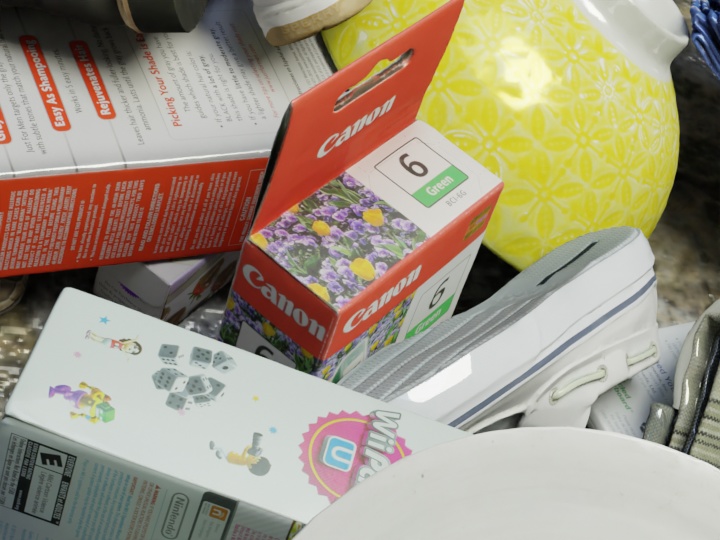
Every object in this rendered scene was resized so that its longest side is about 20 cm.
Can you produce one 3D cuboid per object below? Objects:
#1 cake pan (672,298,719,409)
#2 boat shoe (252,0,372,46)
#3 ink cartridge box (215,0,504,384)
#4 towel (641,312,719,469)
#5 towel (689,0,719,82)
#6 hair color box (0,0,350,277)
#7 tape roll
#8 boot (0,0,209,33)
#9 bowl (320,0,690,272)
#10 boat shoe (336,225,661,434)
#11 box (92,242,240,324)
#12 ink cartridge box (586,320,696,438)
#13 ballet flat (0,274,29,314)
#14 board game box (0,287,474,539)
[{"bbox_3d":[0.215,0.089,0.769,0.198,0.037,0.202,11,47,-13],"label":"cake pan"},{"bbox_3d":[-0.021,-0.170,0.810,0.070,0.070,0.201,-22,26,14],"label":"boat shoe"},{"bbox_3d":[0.000,0.000,0.713,0.050,0.201,0.109,38,48,17],"label":"ink cartridge box"},{"bbox_3d":[0.150,0.127,0.630,0.199,0.034,0.194,25,80,-36],"label":"towel"},{"bbox_3d":[0.210,-0.087,0.906,0.145,0.024,0.200,55,21,-9],"label":"towel"},{"bbox_3d":[-0.104,-0.059,0.771,0.198,0.062,0.102,-6,51,-26],"label":"hair color box"},{"bbox_3d":[0.056,0.146,0.521,0.200,0.071,0.205,-1,81,7],"label":"tape roll"},{"bbox_3d":[-0.126,-0.156,0.789,0.137,0.078,0.200,1,20,6],"label":"boot"},{"bbox_3d":[0.085,-0.099,0.841,0.200,0.108,0.201,39,24,-21],"label":"bowl"},{"bbox_3d":[0.064,0.044,0.711,0.199,0.073,0.067,-28,101,-43],"label":"boat shoe"},{"bbox_3d":[-0.043,-0.040,0.847,0.041,0.039,0.200,37,47,14],"label":"box"},{"bbox_3d":[0.200,0.104,0.805,0.198,0.041,0.201,-9,54,-28],"label":"ink cartridge box"},{"bbox_3d":[-0.197,-0.062,0.804,0.067,0.047,0.201,-12,55,-28],"label":"ballet flat"},{"bbox_3d":[-0.032,0.107,0.642,0.198,0.148,0.065,20,44,-3],"label":"board game box"}]
